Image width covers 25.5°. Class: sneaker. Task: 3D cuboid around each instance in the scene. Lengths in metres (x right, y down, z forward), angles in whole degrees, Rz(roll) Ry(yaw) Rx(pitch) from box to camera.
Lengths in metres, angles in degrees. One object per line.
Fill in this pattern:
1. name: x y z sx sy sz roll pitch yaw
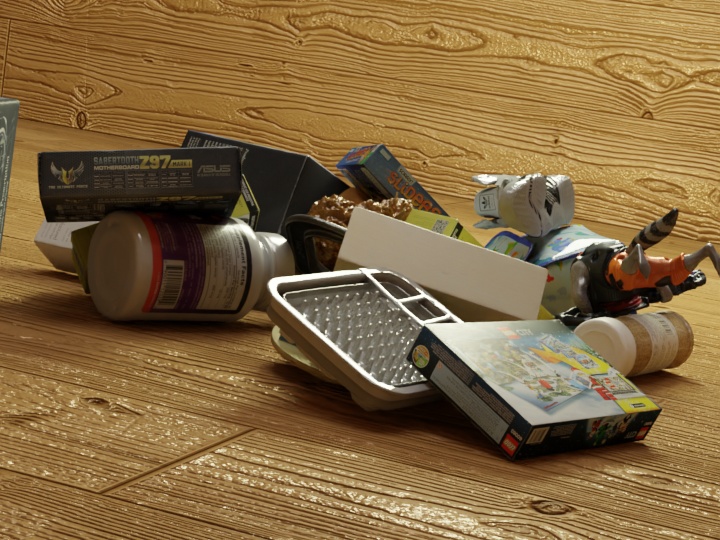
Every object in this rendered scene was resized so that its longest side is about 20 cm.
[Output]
1. sneaker: 0.177 -0.078 1.910 0.114 0.076 0.200 -1 5 26

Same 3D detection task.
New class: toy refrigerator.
1. toy refrigerator: 0.075 0.008 1.551 0.199 0.070 0.076 17 -29 0

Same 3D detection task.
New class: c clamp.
1. c clamp: 0.000 0.000 1.691 0.170 0.027 0.200 20 -20 17

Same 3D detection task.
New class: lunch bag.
1. lunch bag: 0.207 0.019 1.911 0.199 0.128 0.170 -15 10 -6

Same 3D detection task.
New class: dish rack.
1. dish rack: 0.019 0.064 1.399 0.171 0.044 0.199 41 26 29

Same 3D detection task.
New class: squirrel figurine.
1. squirrel figurine: 0.027 -0.006 1.805 0.186 0.142 0.200 31 -9 19

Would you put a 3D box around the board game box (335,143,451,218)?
1. board game box: 0.064 -0.066 1.901 0.200 0.034 0.135 46 -9 -13

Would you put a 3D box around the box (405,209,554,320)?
1. box: 0.122 0.014 1.694 0.075 0.050 0.200 15 -21 49

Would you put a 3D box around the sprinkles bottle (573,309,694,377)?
1. sprinkles bottle: 0.295 0.081 1.716 0.068 0.069 0.200 13 9 32

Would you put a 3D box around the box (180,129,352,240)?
1. box: -0.107 -0.071 1.976 0.197 0.124 0.200 15 -10 34

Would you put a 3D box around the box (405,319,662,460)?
1. box: 0.151 0.098 1.364 0.199 0.038 0.137 0 34 -48

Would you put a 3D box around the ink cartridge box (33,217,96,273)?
1. ink cartridge box: -0.254 -0.047 1.811 0.199 0.118 0.067 11 -27 21

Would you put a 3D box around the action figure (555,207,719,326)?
1. action figure: 0.311 -0.008 1.750 0.199 0.105 0.193 -16 1 -30

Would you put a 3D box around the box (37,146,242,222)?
1. box: -0.223 -0.086 1.606 0.198 0.051 0.158 -3 -6 -8

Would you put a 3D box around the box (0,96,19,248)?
1. box: -0.421 -0.076 1.575 0.103 0.202 0.182 9 8 3

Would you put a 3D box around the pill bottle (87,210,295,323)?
1. pill bottle: -0.170 -0.002 1.639 0.199 0.112 0.111 3 10 -39

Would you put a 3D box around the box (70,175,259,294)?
1. box: -0.211 -0.039 1.718 0.199 0.050 0.075 -19 -19 -18

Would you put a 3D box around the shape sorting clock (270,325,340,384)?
1. shape sorting clock: 0.013 0.082 1.494 0.199 0.039 0.200 15 17 -5
